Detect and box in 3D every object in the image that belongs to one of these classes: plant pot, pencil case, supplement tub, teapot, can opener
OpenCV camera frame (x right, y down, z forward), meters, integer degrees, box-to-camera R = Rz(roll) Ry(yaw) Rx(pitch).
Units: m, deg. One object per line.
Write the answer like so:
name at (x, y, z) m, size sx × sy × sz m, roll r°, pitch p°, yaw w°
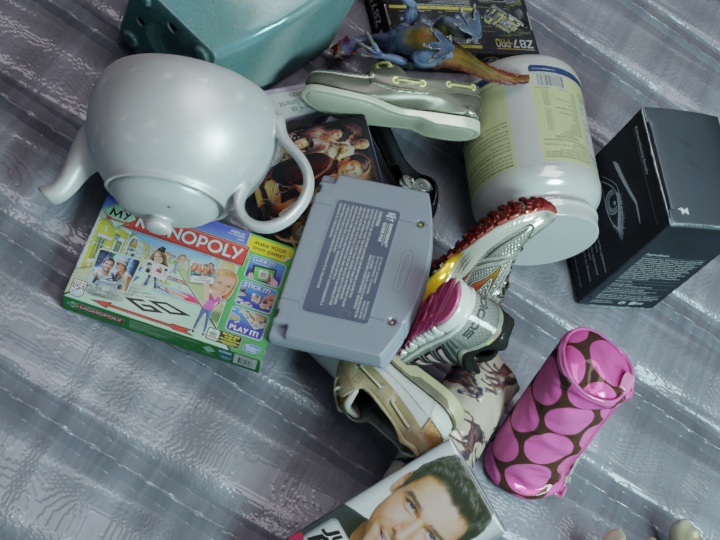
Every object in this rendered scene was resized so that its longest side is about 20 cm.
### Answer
plant pot at (-0.141, -0.290, 1.463) m, size 0.196 × 0.196 × 0.200 m, roll 44°, pitch 63°, yaw 2°
pencil case at (0.201, 0.147, 1.382) m, size 0.094 × 0.200 × 0.091 m, roll 37°, pitch 49°, yaw 12°
pencil case at (0.087, 0.172, 1.384) m, size 0.077 × 0.090 × 0.200 m, roll 19°, pitch 56°, yaw 21°
supplement tub at (0.188, -0.122, 1.548) m, size 0.144 × 0.145 × 0.201 m, roll 5°, pitch 63°, yaw -23°
teapot at (-0.171, -0.104, 1.318) m, size 0.197 × 0.200 × 0.147 m, roll 21°, pitch 70°, yaw -31°
can opener at (0.025, -0.116, 1.517) m, size 0.063 × 0.079 × 0.201 m, roll -6°, pitch 56°, yaw -36°

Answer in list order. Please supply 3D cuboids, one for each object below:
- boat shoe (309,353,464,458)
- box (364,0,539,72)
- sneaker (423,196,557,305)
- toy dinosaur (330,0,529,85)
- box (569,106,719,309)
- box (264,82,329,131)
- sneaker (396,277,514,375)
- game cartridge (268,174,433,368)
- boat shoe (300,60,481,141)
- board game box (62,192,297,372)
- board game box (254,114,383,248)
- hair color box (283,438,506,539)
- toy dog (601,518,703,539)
boat shoe at (0.005, 0.109, 1.353) m, size 0.200 × 0.075 × 0.068 m, roll 30°, pitch 63°, yaw 33°
box at (0.105, -0.318, 1.669) m, size 0.199 × 0.049 × 0.162 m, roll -3°, pitch 65°, yaw -25°
sneaker at (0.130, -0.001, 1.450) m, size 0.082 × 0.200 × 0.078 m, roll 45°, pitch 21°, yaw -6°
toy dinosaur at (0.052, -0.237, 1.529) m, size 0.200 × 0.181 × 0.105 m, roll 47°, pitch 68°, yaw -17°
box at (0.319, -0.065, 1.546) m, size 0.104 × 0.200 × 0.149 m, roll 4°, pitch 63°, yaw -23°
box at (-0.123, -0.163, 1.488) m, size 0.199 × 0.039 × 0.042 m, roll -15°, pitch 72°, yaw -30°
sneaker at (0.089, 0.069, 1.371) m, size 0.087 × 0.200 × 0.074 m, roll 28°, pitch 66°, yaw -10°
game cartridge at (0.000, 0.000, 1.364) m, size 0.132 × 0.041 × 0.201 m, roll 10°, pitch 57°, yaw 12°
boat shoe at (0.035, -0.188, 1.492) m, size 0.201 × 0.072 × 0.061 m, roll 10°, pitch 78°, yaw -14°
board game box at (-0.173, 0.007, 1.358) m, size 0.199 × 0.029 × 0.135 m, roll 18°, pitch 58°, yaw -1°
board game box at (-0.037, -0.055, 1.444) m, size 0.135 × 0.035 × 0.201 m, roll -13°, pitch 69°, yaw -4°
hair color box at (0.024, 0.248, 1.271) m, size 0.199 × 0.061 × 0.099 m, roll -32°, pitch 79°, yaw 1°
toy dog at (0.282, 0.346, 1.374) m, size 0.199 × 0.139 × 0.195 m, roll -7°, pitch 104°, yaw -29°
